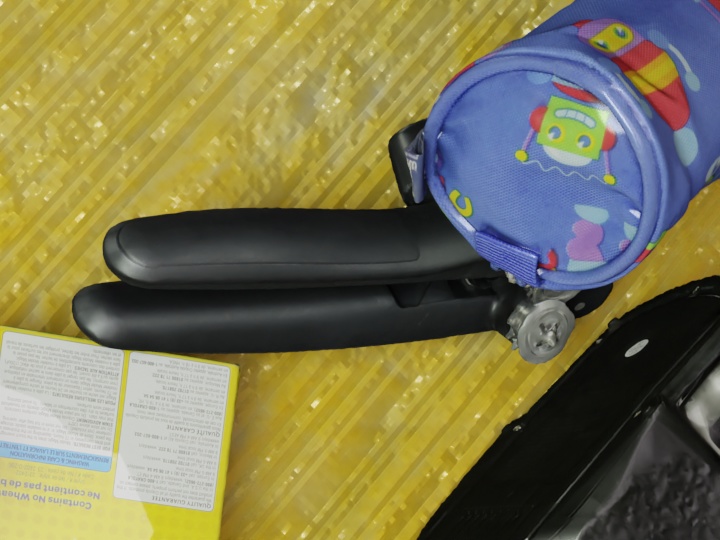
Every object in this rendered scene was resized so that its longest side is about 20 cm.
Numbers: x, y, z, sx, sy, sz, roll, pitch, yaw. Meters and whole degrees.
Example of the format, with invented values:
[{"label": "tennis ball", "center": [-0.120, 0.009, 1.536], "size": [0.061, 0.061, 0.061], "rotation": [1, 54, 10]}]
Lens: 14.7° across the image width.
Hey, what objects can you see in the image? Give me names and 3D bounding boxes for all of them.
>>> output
[{"label": "coffee maker", "center": [0.116, 0.134, 0.891], "size": [0.192, 0.135, 0.200], "rotation": [-42, 99, 5]}, {"label": "clay box", "center": [-0.107, 0.119, 0.838], "size": [0.115, 0.048, 0.200], "rotation": [10, 81, -20]}, {"label": "can opener", "center": [0.000, 0.000, 0.877], "size": [0.200, 0.063, 0.079], "rotation": [-11, 45, -33]}, {"label": "pencil case", "center": [0.094, -0.057, 0.873], "size": [0.078, 0.087, 0.200], "rotation": [34, 35, 14]}]
